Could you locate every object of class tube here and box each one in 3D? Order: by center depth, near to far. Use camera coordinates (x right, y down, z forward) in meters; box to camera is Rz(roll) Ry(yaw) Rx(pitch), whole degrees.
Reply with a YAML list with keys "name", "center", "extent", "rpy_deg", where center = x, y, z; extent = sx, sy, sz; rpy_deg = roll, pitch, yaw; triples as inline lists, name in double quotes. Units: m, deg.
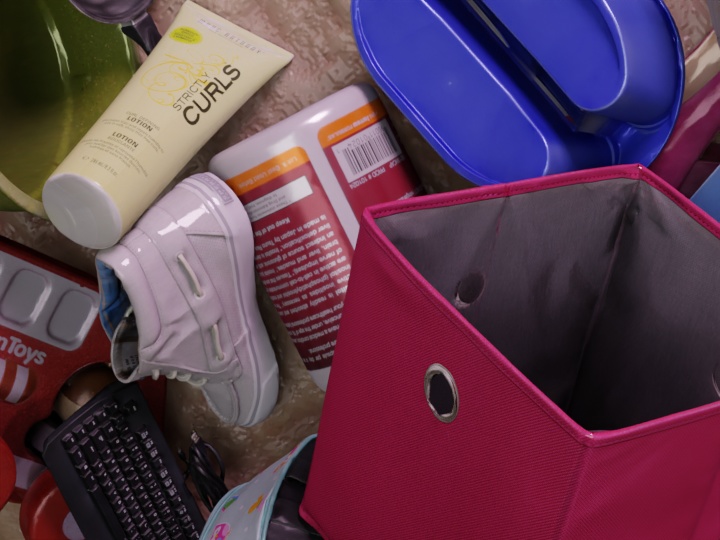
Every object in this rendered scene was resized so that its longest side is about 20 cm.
- name: "tube"
  center: [-0.113, -0.092, 0.974]
  extent: [0.052, 0.200, 0.058]
  rpy_deg: [-13, 119, 36]

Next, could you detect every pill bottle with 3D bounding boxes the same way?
- name: "pill bottle"
  center: [0.000, 0.000, 1.002]
  extent: [0.112, 0.113, 0.201]
  rpy_deg: [-25, 96, 15]

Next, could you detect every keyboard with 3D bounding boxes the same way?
- name: "keyboard"
  center: [-0.117, 0.150, 1.040]
  extent: [0.039, 0.104, 0.201]
  rpy_deg: [20, 143, 40]

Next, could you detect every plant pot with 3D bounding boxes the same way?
- name: "plant pot"
  center: [-0.263, -0.111, 1.012]
  extent: [0.189, 0.200, 0.202]
  rpy_deg: [-11, 99, 27]

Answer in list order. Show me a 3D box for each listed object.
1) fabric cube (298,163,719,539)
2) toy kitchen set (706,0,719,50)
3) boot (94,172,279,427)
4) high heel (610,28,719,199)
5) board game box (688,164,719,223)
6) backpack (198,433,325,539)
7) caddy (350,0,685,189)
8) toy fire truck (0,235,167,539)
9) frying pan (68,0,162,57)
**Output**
- name: "fabric cube"
  center: [0.107, 0.087, 0.868]
  extent: [0.196, 0.199, 0.201]
  rpy_deg: [46, 135, 42]
- name: "toy kitchen set"
  center: [0.280, -0.220, 0.827]
  extent: [0.199, 0.180, 0.165]
  rpy_deg: [-21, 99, -17]
- name: "boot"
  center: [-0.109, 0.039, 1.001]
  extent: [0.073, 0.095, 0.201]
  rpy_deg: [34, 147, 35]
- name: "high heel"
  center: [0.192, -0.128, 0.960]
  extent: [0.095, 0.067, 0.201]
  rpy_deg: [11, 117, -1]
- name: "board game box"
  center: [0.265, -0.052, 0.954]
  extent: [0.157, 0.039, 0.200]
  rpy_deg: [22, 123, -25]
- name: "backpack"
  center: [-0.012, 0.206, 1.000]
  extent: [0.153, 0.176, 0.200]
  rpy_deg: [-27, 117, 35]
- name: "caddy"
  center: [0.091, -0.130, 0.958]
  extent: [0.200, 0.105, 0.141]
  rpy_deg: [50, 117, 16]
- name: "toy fire truck"
  center: [-0.200, 0.076, 1.040]
  extent: [0.199, 0.112, 0.169]
  rpy_deg: [25, 96, -37]
- name: "frying pan"
  center: [-0.137, -0.183, 1.024]
  extent: [0.031, 0.190, 0.116]
  rpy_deg: [4, 59, 33]
